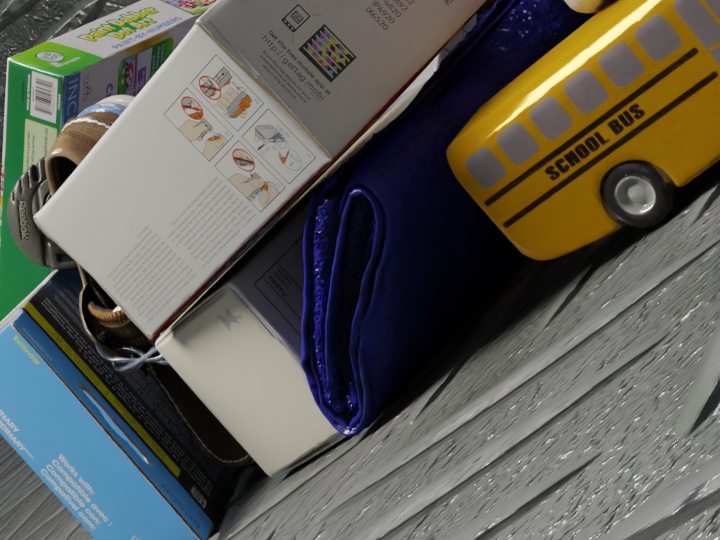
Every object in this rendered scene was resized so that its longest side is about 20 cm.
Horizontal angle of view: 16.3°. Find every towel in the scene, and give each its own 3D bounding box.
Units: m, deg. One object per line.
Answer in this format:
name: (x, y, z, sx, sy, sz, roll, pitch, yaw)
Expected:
towel: (0.038, -0.035, 1.147, 0.200, 0.049, 0.148, -45, -27, -42)

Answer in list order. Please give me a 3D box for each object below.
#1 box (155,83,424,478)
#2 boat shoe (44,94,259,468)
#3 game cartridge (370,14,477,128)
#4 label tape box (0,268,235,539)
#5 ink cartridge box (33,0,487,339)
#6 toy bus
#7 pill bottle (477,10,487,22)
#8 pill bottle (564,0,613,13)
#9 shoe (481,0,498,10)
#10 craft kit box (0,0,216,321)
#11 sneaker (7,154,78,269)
box: (0.000, 0.000, 1.233, 0.078, 0.095, 0.200, -35, 7, 48)
boat shoe: (-0.103, 0.017, 1.243, 0.072, 0.201, 0.072, -22, 9, 37)
game cartridge: (-0.011, -0.088, 1.404, 0.200, 0.038, 0.130, -30, 44, 40)
label tape box: (-0.135, 0.079, 1.270, 0.063, 0.144, 0.200, -40, 5, 9)
ink cartridge box: (-0.035, -0.085, 1.143, 0.176, 0.084, 0.200, -47, 3, -36)
toy bus: (0.132, -0.081, 1.011, 0.200, 0.078, 0.065, -38, 6, 36)
pill bottle: (0.100, -0.130, 1.434, 0.200, 0.116, 0.116, -40, 6, 12)
pill bottle: (0.080, -0.217, 1.040, 0.109, 0.201, 0.110, -33, -6, -4)
shoe: (0.121, -0.151, 1.211, 0.070, 0.199, 0.054, -110, 32, -46)
craft kit box: (-0.138, -0.051, 1.456, 0.197, 0.048, 0.201, -31, -47, -54)
sneaker: (-0.093, -0.058, 1.331, 0.199, 0.076, 0.091, -17, 1, -9)
